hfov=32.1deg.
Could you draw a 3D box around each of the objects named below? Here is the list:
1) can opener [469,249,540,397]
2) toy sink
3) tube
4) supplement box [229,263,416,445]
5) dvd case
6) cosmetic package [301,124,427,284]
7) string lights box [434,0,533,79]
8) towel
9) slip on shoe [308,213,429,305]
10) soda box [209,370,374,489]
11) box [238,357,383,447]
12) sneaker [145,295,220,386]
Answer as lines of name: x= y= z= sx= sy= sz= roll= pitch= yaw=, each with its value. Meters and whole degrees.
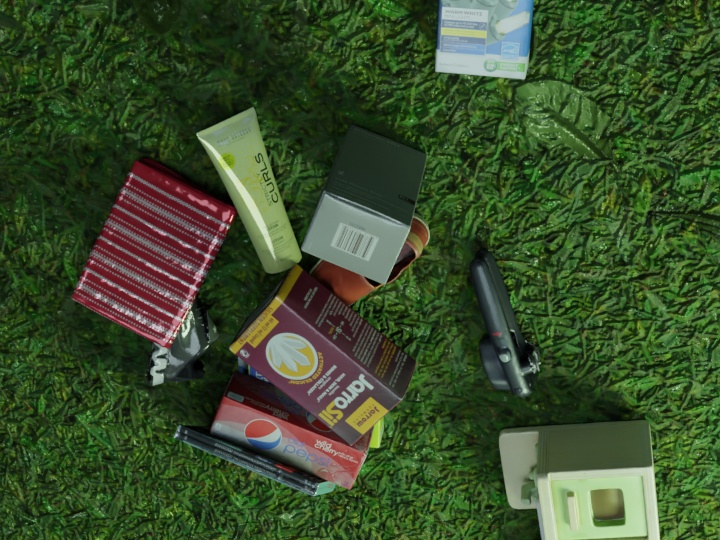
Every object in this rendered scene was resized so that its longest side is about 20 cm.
can opener: x=0.173 y=0.070 z=1.552 sx=0.078 sy=0.063 sz=0.201 roll=-11 pitch=116 yaw=16
toy sink: x=0.281 y=0.282 z=1.621 sx=0.199 sy=0.112 sz=0.131 roll=-4 pitch=117 yaw=13
tube: x=-0.129 y=-0.093 z=1.526 sx=0.052 sy=0.058 sz=0.201 roll=-5 pitch=117 yaw=32
supplement box: x=-0.045 y=0.105 z=1.546 sx=0.200 sy=0.086 sz=0.110 roll=39 pitch=122 yaw=-7
dvd case: x=-0.135 y=0.249 z=1.653 sx=0.199 sy=0.146 sz=0.022 roll=22 pitch=86 yaw=10
cosmetic package: x=0.008 y=-0.079 z=1.424 sx=0.106 sy=0.200 sz=0.090 roll=21 pitch=122 yaw=-4
string lights box: x=0.137 y=-0.314 z=1.349 sx=0.102 sy=0.059 sz=0.201 roll=6 pitch=119 yaw=9
towel: x=-0.255 y=-0.023 z=1.552 sx=0.144 sy=0.022 sz=0.201 roll=27 pitch=96 yaw=3
slip on shoe: x=0.000 y=0.000 z=1.548 sx=0.200 sy=0.061 sz=0.074 roll=-33 pitch=110 yaw=26
soda box: x=-0.088 y=0.206 z=1.622 sx=0.199 sy=0.063 sz=0.070 roll=22 pitch=121 yaw=-2
box: x=-0.069 y=0.164 z=1.659 sx=0.199 sy=0.048 sz=0.122 roll=5 pitch=119 yaw=7
sneaker: x=-0.225 y=0.060 z=1.623 sx=0.090 sy=0.067 sz=0.201 roll=5 pitch=112 yaw=-11
